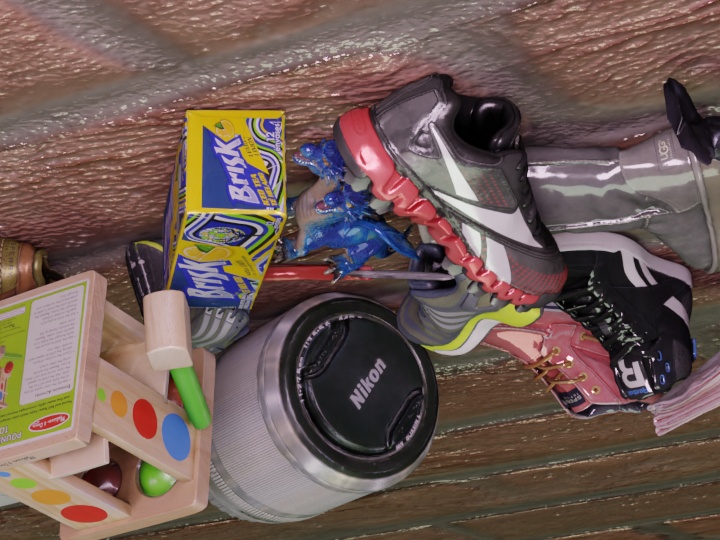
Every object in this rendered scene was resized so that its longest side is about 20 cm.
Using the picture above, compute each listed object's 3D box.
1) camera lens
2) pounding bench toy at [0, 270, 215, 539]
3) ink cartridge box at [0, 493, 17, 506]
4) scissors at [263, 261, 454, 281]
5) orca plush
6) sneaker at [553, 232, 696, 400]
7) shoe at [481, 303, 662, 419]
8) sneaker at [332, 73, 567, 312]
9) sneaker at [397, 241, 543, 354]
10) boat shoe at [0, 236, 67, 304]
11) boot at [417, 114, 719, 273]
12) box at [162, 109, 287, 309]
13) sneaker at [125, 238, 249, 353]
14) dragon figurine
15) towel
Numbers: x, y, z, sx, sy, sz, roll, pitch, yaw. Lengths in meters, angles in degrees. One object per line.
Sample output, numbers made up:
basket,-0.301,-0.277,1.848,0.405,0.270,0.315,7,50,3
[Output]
camera lens,-0.043,0.115,1.649,0.159,0.161,0.200,6,160,-30
pounding bench toy,-0.157,0.092,1.388,0.199,0.125,0.156,-18,145,30
ink cartridge box,-0.315,0.153,1.836,0.199,0.086,0.146,-14,160,32
scissors,0.000,0.000,1.446,0.199,0.014,0.073,-1,-179,35
orca plush,0.267,-0.098,1.240,0.199,0.071,0.105,12,-158,-31
sneaker,0.196,0.040,1.541,0.073,0.113,0.199,-20,157,39
shoe,0.164,0.070,1.667,0.199,0.092,0.071,5,161,-27
sneaker,0.076,-0.049,1.232,0.098,0.071,0.200,-37,127,18
sneaker,0.067,0.008,1.470,0.081,0.074,0.200,19,159,-17
boat shoe,-0.244,0.033,1.483,0.068,0.072,0.200,-3,163,2
boot,0.141,-0.038,1.345,0.199,0.073,0.182,-13,148,8
box,-0.090,-0.035,1.303,0.064,0.070,0.200,1,162,-9
sneaker,-0.124,0.018,1.497,0.081,0.074,0.200,-17,167,-6
dragon figurine,0.006,-0.034,1.347,0.099,0.059,0.200,-15,159,34
towel,0.331,0.047,1.580,0.200,0.032,0.191,-34,176,-24
